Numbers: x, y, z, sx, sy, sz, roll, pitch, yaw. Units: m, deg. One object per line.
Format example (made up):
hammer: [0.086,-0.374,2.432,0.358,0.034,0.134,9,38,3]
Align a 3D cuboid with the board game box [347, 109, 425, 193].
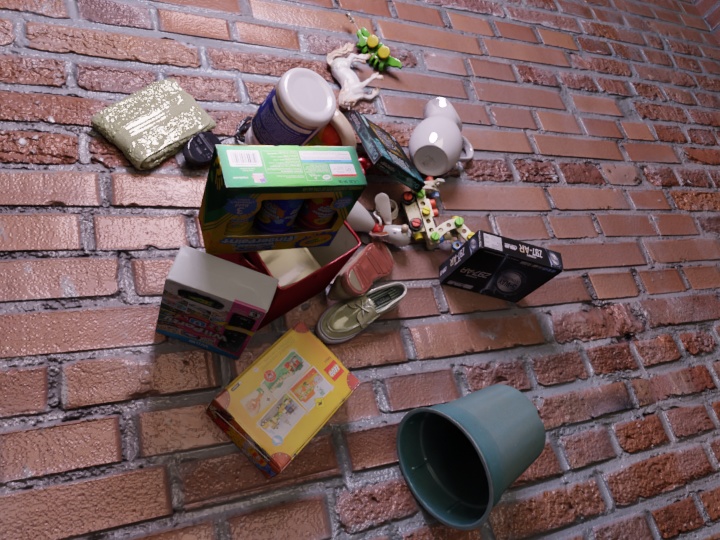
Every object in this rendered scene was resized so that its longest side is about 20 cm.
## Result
board game box: [0.053,-0.258,1.193,0.135,0.028,0.200,25,29,-37]

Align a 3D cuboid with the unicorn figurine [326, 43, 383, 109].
unicorn figurine: [-0.016,-0.447,1.315,0.137,0.074,0.200,-26,62,-24]

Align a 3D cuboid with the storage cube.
storage cube: [-0.138,-0.033,0.962,0.200,0.180,0.171,-32,80,-35]

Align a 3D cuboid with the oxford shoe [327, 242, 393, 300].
oxford shoe: [0.000,0.000,1.076,0.071,0.074,0.200,60,34,-2]

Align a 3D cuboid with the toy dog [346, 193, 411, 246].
toy dog: [0.012,-0.116,1.118,0.199,0.096,0.132,1,61,-19]

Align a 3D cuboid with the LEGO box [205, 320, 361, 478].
LEGO box: [-0.121,0.204,0.903,0.149,0.077,0.200,46,54,3]

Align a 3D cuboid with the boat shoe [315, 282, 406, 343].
boat shoe: [0.003,0.070,1.043,0.200,0.062,0.072,-29,78,-34]

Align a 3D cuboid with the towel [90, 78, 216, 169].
towel: [-0.392,-0.287,1.066,0.148,0.036,0.200,42,55,2]

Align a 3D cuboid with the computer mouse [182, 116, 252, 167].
computer mouse: [-0.277,-0.258,1.112,0.200,0.034,0.059,-41,100,-42]

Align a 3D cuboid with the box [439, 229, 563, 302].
box: [0.288,-0.005,1.157,0.199,0.160,0.044,14,58,-19]

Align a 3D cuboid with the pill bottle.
pill bottle: [-0.142,-0.287,1.074,0.115,0.200,0.116,13,65,-31]

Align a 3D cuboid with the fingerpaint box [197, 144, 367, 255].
fingerpaint box: [-0.115,-0.097,0.795,0.199,0.167,0.074,-5,64,-28]

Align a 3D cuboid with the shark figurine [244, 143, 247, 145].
shark figurine: [-0.201,-0.179,0.991,0.128,0.214,0.090,-27,106,-17]

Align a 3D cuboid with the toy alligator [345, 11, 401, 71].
toy alligator: [0.019,-0.563,1.399,0.200,0.059,0.054,44,95,2]

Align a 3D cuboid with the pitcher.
pitcher: [0.199,-0.292,1.306,0.171,0.121,0.200,40,42,-17]

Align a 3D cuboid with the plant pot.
plant pot: [0.199,0.295,0.945,0.196,0.200,0.201,-16,71,-39]

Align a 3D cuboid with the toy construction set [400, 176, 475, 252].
toy construction set: [0.159,-0.126,1.203,0.131,0.092,0.200,-14,60,-4]

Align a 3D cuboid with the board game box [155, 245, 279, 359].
board game box: [-0.227,0.057,0.858,0.147,0.200,0.064,21,57,-13]

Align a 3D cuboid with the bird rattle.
bird rattle: [-0.060,-0.266,1.145,0.113,0.163,0.200,-33,71,-16]
